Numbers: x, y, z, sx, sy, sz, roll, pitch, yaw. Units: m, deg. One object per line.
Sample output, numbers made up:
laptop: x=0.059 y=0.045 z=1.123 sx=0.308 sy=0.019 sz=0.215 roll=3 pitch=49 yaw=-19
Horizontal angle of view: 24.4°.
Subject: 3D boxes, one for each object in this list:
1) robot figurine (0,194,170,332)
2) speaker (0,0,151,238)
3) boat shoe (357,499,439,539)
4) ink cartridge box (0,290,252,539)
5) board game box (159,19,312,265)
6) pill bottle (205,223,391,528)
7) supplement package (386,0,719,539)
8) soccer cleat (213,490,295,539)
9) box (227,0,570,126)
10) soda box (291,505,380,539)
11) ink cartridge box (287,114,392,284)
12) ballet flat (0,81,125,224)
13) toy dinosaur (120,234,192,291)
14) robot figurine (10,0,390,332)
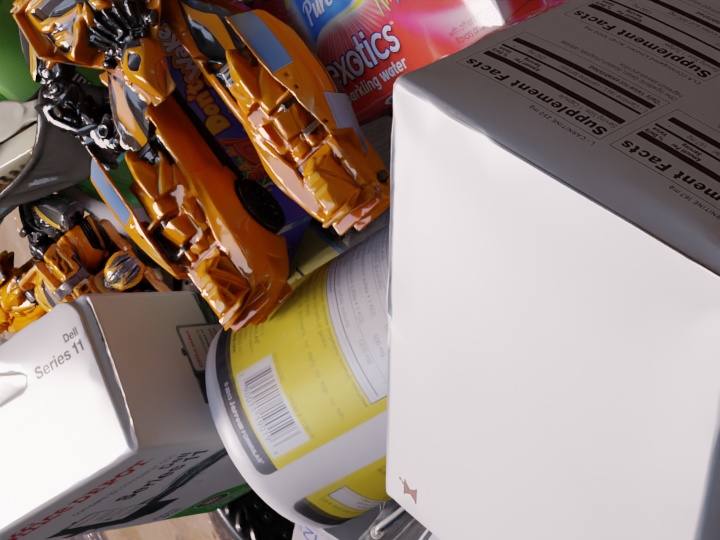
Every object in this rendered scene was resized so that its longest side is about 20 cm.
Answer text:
robot figurine: x=-0.175 y=0.028 z=1.033 sx=0.145 sy=0.058 sz=0.200 roll=48 pitch=154 yaw=-4
speaker: x=-0.182 y=-0.102 z=1.010 sx=0.200 sy=0.089 sz=0.088 roll=39 pitch=152 yaw=-14
boat shoe: x=0.037 y=0.124 z=0.845 sx=0.068 sy=0.074 sz=0.199 roll=42 pitch=99 yaw=26
ink cartridge box: x=-0.109 y=0.076 z=0.865 sx=0.147 sy=0.200 sz=0.083 roll=-32 pitch=72 yaw=32
board game box: x=-0.081 y=-0.060 z=0.879 sx=0.135 sy=0.045 sz=0.200 roll=64 pitch=169 yaw=7
pill bottle: x=0.035 y=0.031 z=0.765 sx=0.200 sy=0.112 sz=0.112 roll=-30 pitch=86 yaw=23
supplement package: x=0.131 y=0.007 z=0.588 sx=0.147 sy=0.200 sz=0.191 roll=36 pitch=140 yaw=37
soccer cleat: x=-0.021 y=0.180 z=1.019 sx=0.200 sy=0.068 sz=0.073 roll=37 pitch=153 yaw=-11
box: x=0.024 y=-0.134 z=0.741 sx=0.200 sy=0.095 sz=0.100 roll=-23 pitch=93 yaw=59
soda box: x=0.058 y=0.180 z=0.905 sx=0.200 sy=0.068 sz=0.063 roll=33 pitch=144 yaw=17
ink cartridge box: x=0.000 y=0.000 z=0.928 sx=0.200 sy=0.047 sz=0.198 roll=39 pitch=143 yaw=30
ballet flat: x=-0.214 y=-0.062 z=0.945 sx=0.200 sy=0.068 sz=0.068 roll=-27 pitch=56 yaw=37
toy dinosaur: x=-0.142 y=-0.015 z=1.128 sx=0.101 sy=0.058 sz=0.200 roll=-119 pitch=7 yaw=-51
robot figurine: x=-0.078 y=-0.081 z=0.740 sx=0.145 sy=0.058 sz=0.200 roll=-42 pitch=79 yaw=23
